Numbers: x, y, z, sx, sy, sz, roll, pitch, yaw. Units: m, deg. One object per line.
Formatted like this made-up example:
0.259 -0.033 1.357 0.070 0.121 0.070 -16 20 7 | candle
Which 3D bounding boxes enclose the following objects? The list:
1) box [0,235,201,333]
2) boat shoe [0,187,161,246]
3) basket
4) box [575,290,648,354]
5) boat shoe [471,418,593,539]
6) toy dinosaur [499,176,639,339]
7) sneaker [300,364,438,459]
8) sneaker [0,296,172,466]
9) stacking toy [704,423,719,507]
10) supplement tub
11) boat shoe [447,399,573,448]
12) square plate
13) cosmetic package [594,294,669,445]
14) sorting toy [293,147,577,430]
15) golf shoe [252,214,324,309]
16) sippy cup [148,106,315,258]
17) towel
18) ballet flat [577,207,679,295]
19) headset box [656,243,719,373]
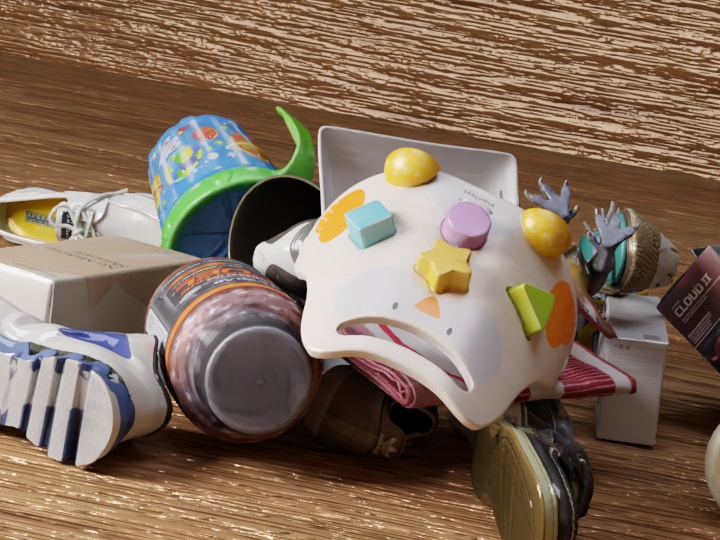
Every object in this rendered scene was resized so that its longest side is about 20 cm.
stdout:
-0.211 0.026 1.503 0.095 0.078 0.200 15 11 25 | box
-0.260 -0.043 1.855 0.201 0.075 0.086 11 9 21 | boat shoe
0.015 0.001 1.709 0.199 0.136 0.180 5 27 -44 | basket
0.181 0.049 1.758 0.064 0.070 0.200 17 12 29 | box
0.114 0.130 1.248 0.064 0.074 0.200 3 11 -7 | boat shoe
0.134 0.005 1.520 0.105 0.182 0.201 18 52 -3 | toy dinosaur
0.025 0.096 1.424 0.075 0.071 0.200 30 21 15 | sneaker
-0.198 0.069 1.314 0.199 0.081 0.115 24 13 32 | sneaker
0.306 0.134 1.426 0.085 0.086 0.200 13 4 22 | stacking toy
-0.084 0.055 1.356 0.106 0.107 0.200 7 7 -14 | supplement tub
0.109 0.090 1.467 0.067 0.072 0.200 6 13 -11 | boat shoe
0.044 -0.005 1.594 0.197 0.201 0.028 6 -12 -34 | square plate
0.216 0.076 1.613 0.050 0.083 0.200 5 9 6 | cosmetic package
0.045 0.025 1.302 0.199 0.107 0.180 25 38 3 | sorting toy
0.000 0.000 1.503 0.094 0.078 0.200 -7 -20 34 | golf shoe
-0.126 -0.065 1.773 0.177 0.140 0.131 -17 44 -13 | sippy cup
0.079 0.056 1.412 0.199 0.023 0.144 -1 22 -34 | towel
0.223 -0.012 1.625 0.065 0.071 0.200 11 0 -4 | ballet flat
0.343 0.054 1.628 0.200 0.075 0.148 48 26 22 | headset box
